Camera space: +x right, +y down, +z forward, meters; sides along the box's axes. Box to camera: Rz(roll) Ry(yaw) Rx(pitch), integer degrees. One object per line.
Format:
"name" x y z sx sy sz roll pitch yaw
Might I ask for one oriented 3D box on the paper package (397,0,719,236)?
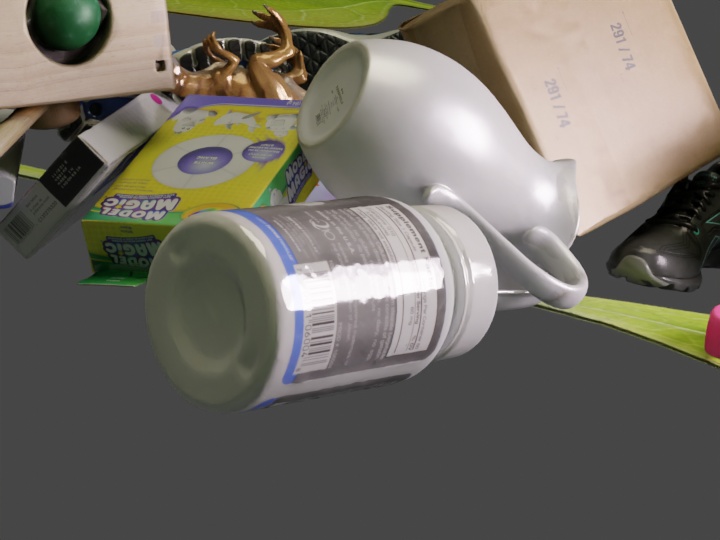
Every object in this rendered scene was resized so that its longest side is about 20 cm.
"paper package" 0.156 -0.139 1.677 0.190 0.201 0.103 -28 6 -31

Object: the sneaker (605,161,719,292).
"sneaker" 0.244 -0.035 1.698 0.075 0.080 0.200 15 17 24

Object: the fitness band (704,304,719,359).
"fitness band" 0.328 0.052 1.496 0.199 0.038 0.144 2 16 -27

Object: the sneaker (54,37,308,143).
"sneaker" -0.139 -0.142 1.703 0.199 0.079 0.089 -5 14 -5

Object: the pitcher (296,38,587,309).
"pitcher" 0.063 -0.060 1.481 0.199 0.121 0.172 29 21 -27

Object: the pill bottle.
"pill bottle" -0.017 0.015 1.290 0.113 0.115 0.199 20 18 40

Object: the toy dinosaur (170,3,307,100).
"toy dinosaur" -0.061 -0.128 1.618 0.199 0.107 0.060 17 -29 -8

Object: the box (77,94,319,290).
"box" -0.104 -0.050 1.492 0.117 0.049 0.200 4 37 22

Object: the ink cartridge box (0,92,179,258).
"ink cartridge box" -0.181 -0.076 1.564 0.037 0.095 0.200 44 22 0

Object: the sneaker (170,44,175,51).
"sneaker" -0.186 -0.153 1.903 0.072 0.085 0.200 5 16 -16

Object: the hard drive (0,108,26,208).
"hard drive" -0.304 -0.086 1.554 0.131 0.026 0.200 7 15 -8

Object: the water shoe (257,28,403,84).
"water shoe" 0.002 -0.157 1.806 0.199 0.072 0.079 -3 -10 11

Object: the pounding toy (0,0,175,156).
"pounding toy" -0.234 -0.141 1.508 0.183 0.143 0.200 -10 8 -33

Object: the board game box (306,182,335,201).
"board game box" -0.058 -0.085 1.703 0.199 0.041 0.199 -11 15 -36

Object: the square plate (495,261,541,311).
"square plate" 0.000 0.000 1.530 0.199 0.029 0.198 -3 19 -38
